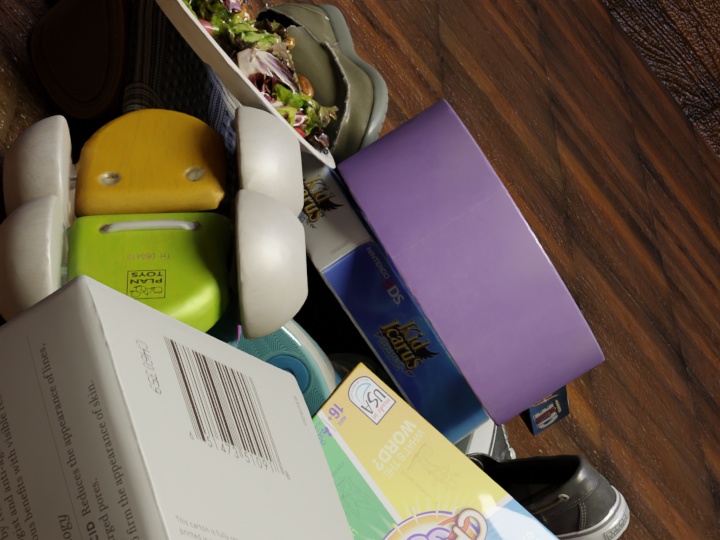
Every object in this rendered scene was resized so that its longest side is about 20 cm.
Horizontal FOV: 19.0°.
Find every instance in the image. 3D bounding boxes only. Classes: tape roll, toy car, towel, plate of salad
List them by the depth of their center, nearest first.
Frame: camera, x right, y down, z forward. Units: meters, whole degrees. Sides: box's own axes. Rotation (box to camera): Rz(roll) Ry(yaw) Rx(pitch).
[{"bbox_3d":[-0.119,0.000,1.249,0.200,0.174,0.150,-96,-176,-54],"label":"toy car"},{"bbox_3d":[-0.074,-0.147,1.354,0.200,0.048,0.200,50,5,-6],"label":"plate of salad"},{"bbox_3d":[0.071,-0.005,1.396,0.200,0.085,0.200,59,2,-4],"label":"tape roll"},{"bbox_3d":[-0.105,-0.092,1.444,0.200,0.034,0.193,62,22,-48],"label":"towel"}]

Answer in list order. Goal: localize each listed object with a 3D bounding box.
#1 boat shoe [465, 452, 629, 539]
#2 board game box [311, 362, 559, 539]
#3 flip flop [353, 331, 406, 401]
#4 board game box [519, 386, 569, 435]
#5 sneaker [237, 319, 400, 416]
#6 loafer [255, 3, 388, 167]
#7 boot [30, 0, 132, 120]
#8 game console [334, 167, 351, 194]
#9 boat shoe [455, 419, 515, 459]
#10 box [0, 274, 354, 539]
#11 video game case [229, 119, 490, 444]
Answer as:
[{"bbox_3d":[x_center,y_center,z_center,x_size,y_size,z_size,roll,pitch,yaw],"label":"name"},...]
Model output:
[{"bbox_3d":[0.080,0.149,1.406,0.070,0.200,0.066,-53,122,-34],"label":"boat shoe"},{"bbox_3d":[0.026,0.175,1.268,0.200,0.040,0.153,41,57,-1],"label":"board game box"},{"bbox_3d":[0.052,0.124,1.589,0.081,0.058,0.200,-39,102,-35],"label":"flip flop"},{"bbox_3d":[0.082,0.016,1.564,0.200,0.035,0.136,57,-3,18],"label":"board game box"},{"bbox_3d":[-0.036,0.075,1.420,0.200,0.079,0.131,60,18,-26],"label":"sneaker"},{"bbox_3d":[-0.035,-0.134,1.559,0.069,0.075,0.200,10,27,-23],"label":"loafer"},{"bbox_3d":[-0.161,-0.149,1.486,0.155,0.077,0.200,43,16,-47],"label":"boot"},{"bbox_3d":[0.015,-0.020,1.653,0.200,0.031,0.177,56,-3,21],"label":"game console"},{"bbox_3d":[0.081,0.151,1.520,0.068,0.073,0.200,25,54,-41],"label":"boat shoe"},{"bbox_3d":[-0.104,0.138,1.058,0.199,0.130,0.201,29,34,-55],"label":"box"},{"bbox_3d":[0.000,0.000,1.458,0.200,0.045,0.181,57,0,-42],"label":"video game case"}]
